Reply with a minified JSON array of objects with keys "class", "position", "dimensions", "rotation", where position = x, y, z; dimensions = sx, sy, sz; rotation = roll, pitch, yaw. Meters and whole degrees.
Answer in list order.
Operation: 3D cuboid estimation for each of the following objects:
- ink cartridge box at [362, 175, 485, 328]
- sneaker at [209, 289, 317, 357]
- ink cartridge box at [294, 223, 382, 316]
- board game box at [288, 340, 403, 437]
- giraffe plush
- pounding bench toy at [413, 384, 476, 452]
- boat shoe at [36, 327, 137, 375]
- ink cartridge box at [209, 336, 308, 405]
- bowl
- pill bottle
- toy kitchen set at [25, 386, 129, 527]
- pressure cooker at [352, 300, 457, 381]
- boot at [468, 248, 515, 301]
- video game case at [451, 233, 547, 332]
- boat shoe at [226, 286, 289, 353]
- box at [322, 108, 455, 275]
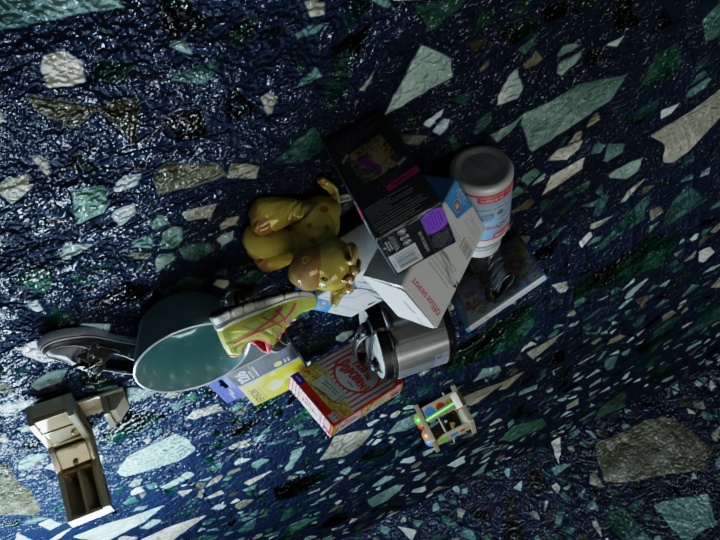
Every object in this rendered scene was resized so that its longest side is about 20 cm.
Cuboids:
[{"class":"ink cartridge box","position":[0.107,-0.030,1.129],"dimensions":[0.145,0.084,0.201],"rotation":[48,65,-47]},{"class":"sneaker","position":[-0.151,0.087,1.145],"dimensions":[0.199,0.091,0.078],"rotation":[-16,-178,-38]},{"class":"ink cartridge box","position":[0.000,0.000,1.242],"dimensions":[0.200,0.086,0.146],"rotation":[-28,153,34]},{"class":"board game box","position":[-0.031,0.247,1.509],"dimensions":[0.200,0.151,0.046],"rotation":[-26,146,-33]},{"class":"giraffe plush","position":[-0.072,-0.029,1.107],"dimensions":[0.199,0.163,0.173],"rotation":[-25,149,-3]},{"class":"pounding bench toy","position":[0.238,0.429,2.052],"dimensions":[0.155,0.125,0.200],"rotation":[-26,149,-1]},{"class":"boat shoe","position":[-0.440,0.147,1.175],"dimensions":[0.070,0.066,0.200],"rotation":[-41,146,21]},{"class":"ink cartridge box","position":[-0.217,0.222,1.479],"dimensions":[0.199,0.047,0.198],"rotation":[-28,150,-4]},{"class":"bowl","position":[-0.299,0.111,1.194],"dimensions":[0.200,0.105,0.201],"rotation":[-20,148,-13]},{"class":"pill bottle","position":[0.212,-0.115,1.239],"dimensions":[0.108,0.109,0.200],"rotation":[-23,144,-8]},{"class":"toy kitchen set","position":[-0.496,0.337,1.300],"dimensions":[0.162,0.181,0.200],"rotation":[-18,152,-17]},{"class":"pressure cooker","position":[0.079,0.131,1.437],"dimensions":[0.199,0.179,0.177],"rotation":[-18,106,-11]},{"class":"boot","position":[0.270,-0.038,1.387],"dimensions":[0.069,0.132,0.200],"rotation":[-17,147,-14]},{"class":"video game case","position":[0.282,0.025,1.481],"dimensions":[0.200,0.143,0.018],"rotation":[-37,129,15]},{"class":"boat shoe","position":[-0.174,0.094,1.297],"dimensions":[0.060,0.072,0.201],"rotation":[-27,147,6]},{"class":"box","position":[0.041,-0.116,1.031],"dimensions":[0.106,0.200,0.122],"rotation":[-29,149,3]}]
